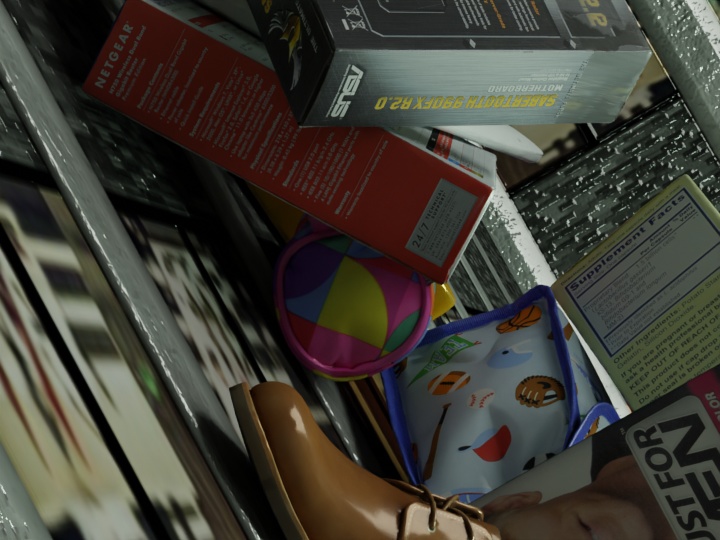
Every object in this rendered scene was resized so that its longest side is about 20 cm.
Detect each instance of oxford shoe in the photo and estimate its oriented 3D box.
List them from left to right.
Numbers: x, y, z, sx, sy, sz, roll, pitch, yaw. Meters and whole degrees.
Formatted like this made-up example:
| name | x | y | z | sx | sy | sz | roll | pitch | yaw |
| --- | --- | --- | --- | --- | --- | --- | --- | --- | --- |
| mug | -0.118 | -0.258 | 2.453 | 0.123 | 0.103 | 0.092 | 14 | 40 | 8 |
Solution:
| name | x | y | z | sx | sy | sz | roll | pitch | yaw |
| --- | --- | --- | --- | --- | --- | --- | --- | --- | --- |
| oxford shoe | 0.013 | 0.103 | 1.061 | 0.200 | 0.071 | 0.071 | 54 | 10 | -37 |

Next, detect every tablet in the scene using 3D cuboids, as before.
| name | x | y | z | sx | sy | sz | roll | pitch | yaw |
| --- | --- | --- | --- | --- | --- | --- | --- | --- | --- |
| tablet | 0.006 | -0.097 | 1.313 | 0.130 | 0.014 | 0.200 | 31 | 7 | 23 |

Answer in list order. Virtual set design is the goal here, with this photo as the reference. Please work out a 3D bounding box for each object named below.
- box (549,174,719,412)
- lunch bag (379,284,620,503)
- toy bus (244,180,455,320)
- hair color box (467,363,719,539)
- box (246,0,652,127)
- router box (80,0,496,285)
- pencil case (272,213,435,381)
| name | x | y | z | sx | sy | sz | roll | pitch | yaw |
| --- | --- | --- | --- | --- | --- | --- | --- | --- | --- |
| box | 0.210 | 0.078 | 1.380 | 0.176 | 0.097 | 0.200 | 46 | 9 | -32 |
| lunch bag | 0.095 | 0.132 | 1.350 | 0.200 | 0.123 | 0.171 | -96 | 162 | -61 |
| toy bus | -0.019 | -0.044 | 1.503 | 0.200 | 0.065 | 0.078 | 56 | 7 | -33 |
| hair color box | 0.114 | 0.127 | 1.160 | 0.100 | 0.199 | 0.061 | 63 | 6 | 32 |
| box | 0.019 | -0.152 | 1.189 | 0.048 | 0.158 | 0.201 | -61 | -139 | 44 |
| router box | -0.026 | -0.067 | 1.236 | 0.179 | 0.049 | 0.200 | 28 | 7 | 0 |
| pencil case | 0.000 | 0.000 | 1.372 | 0.089 | 0.088 | 0.200 | 60 | 4 | -4 |
